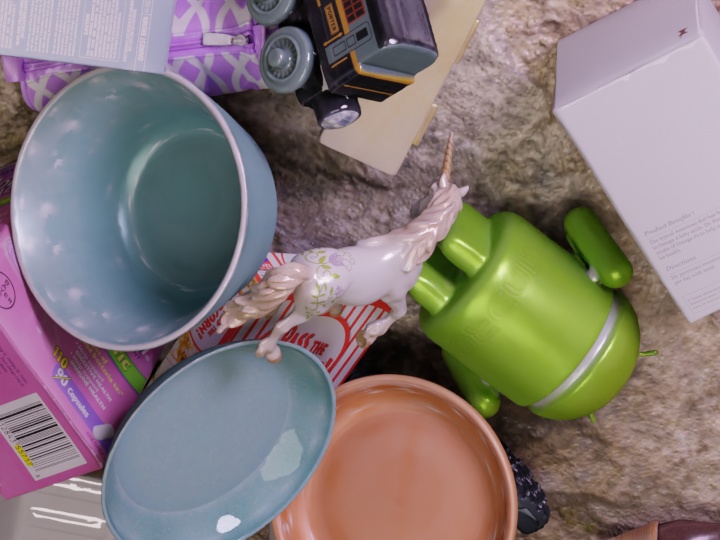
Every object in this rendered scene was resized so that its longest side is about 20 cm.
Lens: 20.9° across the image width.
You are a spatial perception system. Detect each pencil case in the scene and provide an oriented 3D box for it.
[{"bbox_3d":[-0.150,-0.160,1.418,0.200,0.086,0.084,-7,109,12],"label":"pencil case"}]

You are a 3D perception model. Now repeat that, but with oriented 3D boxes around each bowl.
[{"bbox_3d":[-0.140,-0.044,1.394,0.201,0.105,0.201,1,91,28],"label":"bowl"}]

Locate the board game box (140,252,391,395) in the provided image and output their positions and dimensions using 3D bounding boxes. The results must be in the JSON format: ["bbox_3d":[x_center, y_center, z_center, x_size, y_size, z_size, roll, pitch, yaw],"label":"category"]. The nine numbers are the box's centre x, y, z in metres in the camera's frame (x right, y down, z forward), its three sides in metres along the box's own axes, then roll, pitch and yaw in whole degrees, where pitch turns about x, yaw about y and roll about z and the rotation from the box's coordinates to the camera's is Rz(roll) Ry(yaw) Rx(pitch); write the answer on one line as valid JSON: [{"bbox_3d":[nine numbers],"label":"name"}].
[{"bbox_3d":[-0.078,0.072,1.521,0.151,0.046,0.200,2,133,-43],"label":"board game box"}]

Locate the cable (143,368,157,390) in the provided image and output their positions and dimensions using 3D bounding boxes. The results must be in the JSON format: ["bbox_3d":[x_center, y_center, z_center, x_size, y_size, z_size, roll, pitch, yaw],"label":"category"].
[{"bbox_3d":[-0.199,0.158,1.634,0.163,0.051,0.200,13,121,-1],"label":"cable"}]

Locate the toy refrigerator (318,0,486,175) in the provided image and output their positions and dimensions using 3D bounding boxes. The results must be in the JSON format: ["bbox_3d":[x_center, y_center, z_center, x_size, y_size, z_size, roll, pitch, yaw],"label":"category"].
[{"bbox_3d":[0.044,-0.173,1.392,0.070,0.076,0.200,24,120,-7],"label":"toy refrigerator"}]

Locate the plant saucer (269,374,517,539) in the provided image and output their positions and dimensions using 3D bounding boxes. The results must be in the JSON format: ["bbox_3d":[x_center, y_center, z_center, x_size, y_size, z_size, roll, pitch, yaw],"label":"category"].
[{"bbox_3d":[0.028,0.180,1.516,0.200,0.037,0.201,-1,89,20],"label":"plant saucer"}]

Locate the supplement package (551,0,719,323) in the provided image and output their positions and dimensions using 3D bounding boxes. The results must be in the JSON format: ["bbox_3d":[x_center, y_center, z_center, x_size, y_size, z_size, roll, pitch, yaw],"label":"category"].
[{"bbox_3d":[0.236,-0.087,1.393,0.117,0.117,0.200,-25,115,21],"label":"supplement package"}]

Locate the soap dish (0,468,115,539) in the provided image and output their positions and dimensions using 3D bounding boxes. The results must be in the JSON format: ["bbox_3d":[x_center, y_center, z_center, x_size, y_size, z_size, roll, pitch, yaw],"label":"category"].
[{"bbox_3d":[-0.240,0.209,1.598,0.157,0.081,0.200,11,125,-5],"label":"soap dish"}]

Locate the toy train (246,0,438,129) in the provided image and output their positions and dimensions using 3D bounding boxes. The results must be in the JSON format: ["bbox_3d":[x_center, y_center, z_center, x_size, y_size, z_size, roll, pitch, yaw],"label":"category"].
[{"bbox_3d":[-0.018,-0.199,1.332,0.114,0.200,0.085,-27,158,35],"label":"toy train"}]

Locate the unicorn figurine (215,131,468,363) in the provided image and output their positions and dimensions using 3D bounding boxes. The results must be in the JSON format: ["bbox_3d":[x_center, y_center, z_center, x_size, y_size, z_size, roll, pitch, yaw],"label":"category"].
[{"bbox_3d":[0.000,0.000,1.393,0.074,0.200,0.137,48,133,12],"label":"unicorn figurine"}]

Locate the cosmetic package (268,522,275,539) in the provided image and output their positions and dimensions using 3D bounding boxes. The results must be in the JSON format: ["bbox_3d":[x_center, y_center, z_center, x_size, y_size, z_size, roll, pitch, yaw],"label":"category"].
[{"bbox_3d":[-0.031,0.283,1.587,0.074,0.200,0.102,-7,147,11],"label":"cosmetic package"}]

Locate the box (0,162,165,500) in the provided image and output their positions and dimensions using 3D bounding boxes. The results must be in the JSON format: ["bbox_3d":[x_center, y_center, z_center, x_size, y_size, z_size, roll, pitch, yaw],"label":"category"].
[{"bbox_3d":[-0.244,0.036,1.476,0.097,0.200,0.176,-20,116,25],"label":"box"}]

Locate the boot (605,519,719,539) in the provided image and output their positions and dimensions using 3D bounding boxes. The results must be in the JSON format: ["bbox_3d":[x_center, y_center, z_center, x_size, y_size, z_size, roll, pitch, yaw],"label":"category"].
[{"bbox_3d":[0.294,0.294,1.637,0.166,0.072,0.200,-10,115,15],"label":"boot"}]

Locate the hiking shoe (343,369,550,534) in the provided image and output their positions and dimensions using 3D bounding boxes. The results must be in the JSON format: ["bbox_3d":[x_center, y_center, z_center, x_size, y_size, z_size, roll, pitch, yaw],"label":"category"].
[{"bbox_3d":[0.059,0.162,1.587,0.200,0.074,0.087,33,109,0],"label":"hiking shoe"}]

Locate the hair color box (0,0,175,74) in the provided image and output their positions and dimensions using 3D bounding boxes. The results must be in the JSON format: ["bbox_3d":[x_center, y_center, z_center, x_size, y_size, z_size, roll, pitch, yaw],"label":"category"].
[{"bbox_3d":[-0.228,-0.180,1.299,0.200,0.099,0.061,6,107,-13],"label":"hair color box"}]

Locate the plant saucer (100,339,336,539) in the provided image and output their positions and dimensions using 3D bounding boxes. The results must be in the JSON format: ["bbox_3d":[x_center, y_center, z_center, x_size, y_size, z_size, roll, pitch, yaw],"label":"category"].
[{"bbox_3d":[-0.111,0.127,1.458,0.200,0.036,0.200,-22,133,-26],"label":"plant saucer"}]

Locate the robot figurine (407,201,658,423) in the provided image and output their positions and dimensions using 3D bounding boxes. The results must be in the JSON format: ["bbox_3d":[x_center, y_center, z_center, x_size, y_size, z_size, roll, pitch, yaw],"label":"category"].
[{"bbox_3d":[0.126,0.035,1.480,0.200,0.116,0.176,36,113,-14],"label":"robot figurine"}]
